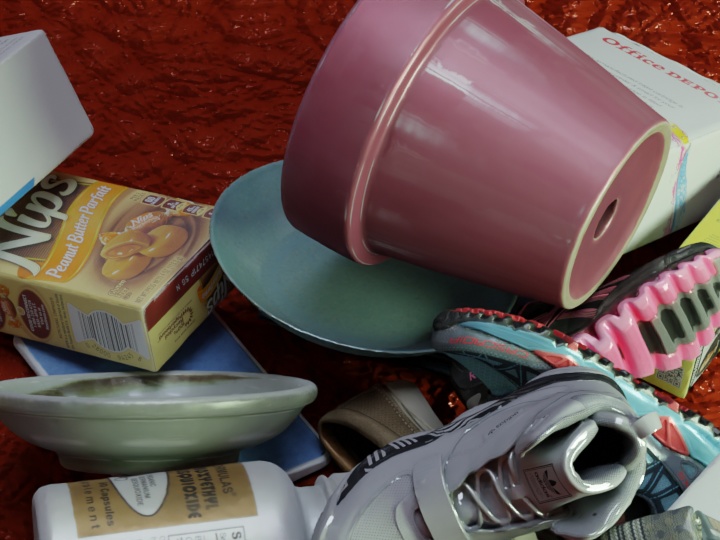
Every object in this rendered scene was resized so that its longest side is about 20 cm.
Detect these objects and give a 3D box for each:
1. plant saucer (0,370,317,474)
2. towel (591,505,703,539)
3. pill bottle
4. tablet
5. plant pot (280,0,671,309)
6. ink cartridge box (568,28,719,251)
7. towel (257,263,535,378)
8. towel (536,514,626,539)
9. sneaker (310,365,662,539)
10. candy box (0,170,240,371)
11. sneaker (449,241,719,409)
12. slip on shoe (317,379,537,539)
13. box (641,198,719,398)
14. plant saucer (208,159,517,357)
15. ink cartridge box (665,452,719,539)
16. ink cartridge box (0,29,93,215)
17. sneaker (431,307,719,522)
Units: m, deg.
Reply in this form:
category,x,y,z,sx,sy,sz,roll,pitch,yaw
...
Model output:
category,x,y,z,sx,sy,sz,roll,pitch,yaw
plant saucer,-0.125,0.091,1.379,0.200,0.050,0.200,-1,2,0
towel,0.114,0.241,1.200,0.192,0.035,0.200,-21,66,18
pill bottle,-0.081,0.167,1.312,0.200,0.114,0.114,-6,42,-11
tablet,-0.122,0.081,1.482,0.130,0.014,0.200,-21,48,-26
plant pot,0.080,-0.073,1.402,0.179,0.200,0.200,29,47,18
ink cartridge box,0.157,-0.086,1.593,0.145,0.088,0.200,32,35,29
towel,0.042,0.020,1.538,0.200,0.049,0.112,16,43,14
towel,0.186,0.152,1.411,0.200,0.034,0.133,32,49,27
sneaker,0.068,0.116,1.236,0.200,0.075,0.115,-29,8,-10
candy box,-0.189,-0.007,1.518,0.200,0.055,0.115,13,40,26
sneaker,0.140,0.035,1.443,0.200,0.079,0.095,-32,41,-16
slip on shoe,0.040,0.137,1.384,0.061,0.076,0.200,-11,40,-24
box,0.247,-0.003,1.563,0.050,0.075,0.200,26,45,20
plant saucer,0.000,0.000,1.479,0.201,0.039,0.201,9,38,-7
ink cartridge box,0.201,0.213,1.271,0.145,0.088,0.200,34,63,30
ink cartridge box,-0.302,-0.079,1.531,0.200,0.084,0.145,-5,30,38
sneaker,0.120,0.093,1.341,0.200,0.079,0.096,30,85,-12
